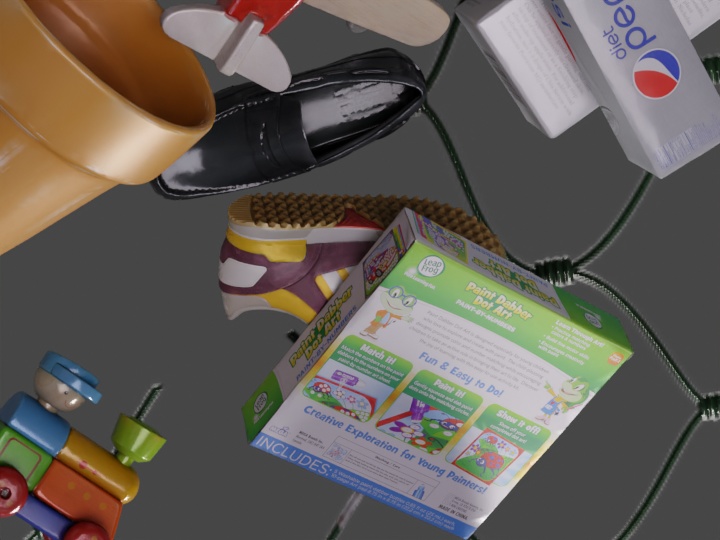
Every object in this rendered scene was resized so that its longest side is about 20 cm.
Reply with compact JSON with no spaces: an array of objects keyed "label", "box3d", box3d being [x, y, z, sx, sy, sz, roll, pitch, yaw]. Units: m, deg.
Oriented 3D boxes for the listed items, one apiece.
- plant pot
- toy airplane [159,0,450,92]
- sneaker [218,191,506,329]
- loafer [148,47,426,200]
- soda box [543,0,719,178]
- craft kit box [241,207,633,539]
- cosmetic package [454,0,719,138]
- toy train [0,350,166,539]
[{"label":"plant pot","box3d":[-0.225,-0.104,1.395,0.183,0.200,0.200,-42,110,18]},{"label":"toy airplane","box3d":[-0.046,-0.218,1.430,0.198,0.142,0.201,-8,137,5]},{"label":"sneaker","box3d":[0.000,0.000,1.531,0.199,0.075,0.091,6,115,-9]},{"label":"loafer","box3d":[-0.050,-0.098,1.486,0.200,0.070,0.068,-21,108,-5]},{"label":"soda box","box3d":[0.167,-0.163,1.439,0.063,0.068,0.201,-32,109,-3]},{"label":"craft kit box","box3d":[0.053,0.076,1.527,0.199,0.049,0.198,27,118,-28]},{"label":"cosmetic package","box3d":[0.176,-0.193,1.506,0.200,0.071,0.102,-35,109,0]},{"label":"toy train","box3d":[-0.173,0.153,1.533,0.200,0.085,0.116,36,83,-19]}]
